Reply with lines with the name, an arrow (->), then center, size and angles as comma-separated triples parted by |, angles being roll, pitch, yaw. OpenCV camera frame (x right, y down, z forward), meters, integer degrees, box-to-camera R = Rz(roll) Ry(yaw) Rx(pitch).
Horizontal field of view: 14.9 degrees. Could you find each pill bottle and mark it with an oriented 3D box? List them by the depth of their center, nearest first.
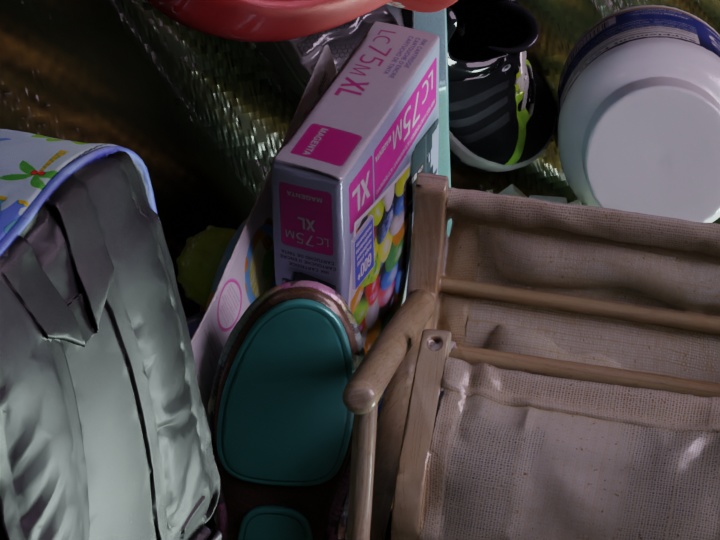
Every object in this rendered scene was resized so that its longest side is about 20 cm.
pill bottle -> 0.166, -0.081, 1.547 | 0.200, 0.111, 0.111 | -74, 143, -75

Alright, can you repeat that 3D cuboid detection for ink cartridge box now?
ink cartridge box -> 0.000, 0.000, 1.274 | 0.119, 0.042, 0.200 | -57, 156, -46

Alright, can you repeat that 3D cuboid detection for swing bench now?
swing bench -> 0.103, 0.067, 1.192 | 0.200, 0.198, 0.130 | -69, 165, -58

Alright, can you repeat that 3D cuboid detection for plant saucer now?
plant saucer -> 0.037, -0.075, 1.388 | 0.200, 0.019, 0.070 | 86, 4, -67

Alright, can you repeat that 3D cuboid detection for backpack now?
backpack -> -0.149, 0.051, 0.969 | 0.183, 0.147, 0.200 | -54, 150, -46

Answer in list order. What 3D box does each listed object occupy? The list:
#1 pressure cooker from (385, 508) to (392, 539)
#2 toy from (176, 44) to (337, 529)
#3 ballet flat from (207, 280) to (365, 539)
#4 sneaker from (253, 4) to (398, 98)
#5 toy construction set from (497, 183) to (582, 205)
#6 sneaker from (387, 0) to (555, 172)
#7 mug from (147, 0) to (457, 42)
pressure cooker -> 0.085, 0.176, 1.288 | 0.176, 0.200, 0.179 | -26, 128, -74
toy -> -0.053, 0.005, 1.261 | 0.200, 0.047, 0.115 | -63, 153, -30
ballet flat -> -0.031, 0.089, 1.220 | 0.071, 0.069, 0.200 | -68, 161, -67
sneaker -> -0.051, -0.155, 1.345 | 0.075, 0.082, 0.200 | -24, 84, -19
toy construction set -> 0.104, 0.055, 1.481 | 0.131, 0.092, 0.200 | 23, 46, -23
sneaker -> 0.067, -0.107, 1.485 | 0.200, 0.083, 0.072 | 22, 59, -53
mug -> -0.042, -0.173, 1.232 | 0.200, 0.133, 0.178 | 15, 77, -29
